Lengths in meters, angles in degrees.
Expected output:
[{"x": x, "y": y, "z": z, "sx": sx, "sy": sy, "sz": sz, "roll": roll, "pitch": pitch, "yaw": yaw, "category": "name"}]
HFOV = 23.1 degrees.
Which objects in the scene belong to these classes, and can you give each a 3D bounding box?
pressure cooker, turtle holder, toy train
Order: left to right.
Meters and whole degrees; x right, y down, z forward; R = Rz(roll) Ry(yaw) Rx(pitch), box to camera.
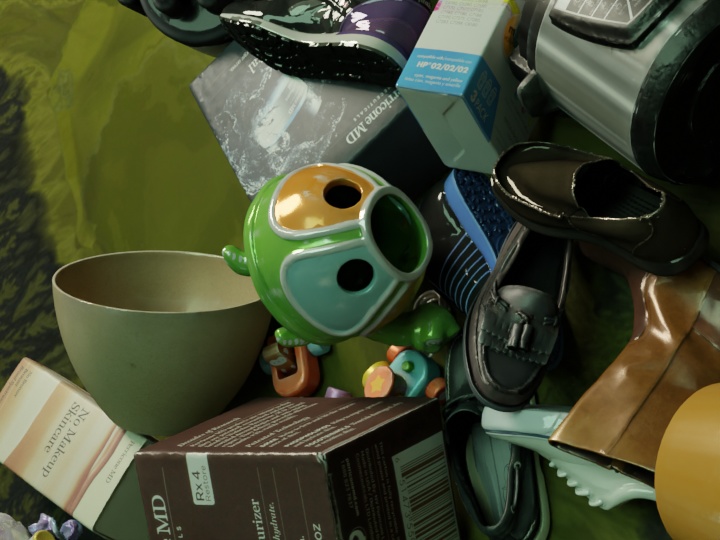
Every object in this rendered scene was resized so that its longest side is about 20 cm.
[{"x": -0.014, "y": 0.087, "z": 1.537, "sx": 0.200, "sy": 0.056, "sz": 0.151, "roll": -19, "pitch": 66, "yaw": 33, "category": "toy train"}, {"x": -0.008, "y": 0.001, "z": 1.429, "sx": 0.132, "sy": 0.141, "sz": 0.186, "roll": -15, "pitch": 99, "yaw": 42, "category": "turtle holder"}, {"x": 0.219, "y": -0.180, "z": 1.363, "sx": 0.200, "sy": 0.176, "sz": 0.179, "roll": 44, "pitch": 133, "yaw": 38, "category": "pressure cooker"}]

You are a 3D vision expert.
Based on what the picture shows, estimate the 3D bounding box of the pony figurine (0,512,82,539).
[{"x": -0.313, "y": 0.306, "z": 1.643, "sx": 0.200, "sy": 0.166, "sz": 0.193, "roll": -40, "pitch": 84, "yaw": 40, "category": "pony figurine"}]

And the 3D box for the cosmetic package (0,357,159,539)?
[{"x": -0.264, "y": 0.175, "z": 1.675, "sx": 0.200, "sy": 0.087, "sz": 0.104, "roll": 25, "pitch": 81, "yaw": 39, "category": "cosmetic package"}]

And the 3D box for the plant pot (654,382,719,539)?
[{"x": 0.308, "y": 0.150, "z": 1.192, "sx": 0.183, "sy": 0.200, "sz": 0.201, "roll": 7, "pitch": 80, "yaw": 52, "category": "plant pot"}]

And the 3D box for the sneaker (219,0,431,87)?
[{"x": -0.025, "y": -0.214, "z": 1.492, "sx": 0.200, "sy": 0.076, "sz": 0.088, "roll": 15, "pitch": 70, "yaw": 34, "category": "sneaker"}]

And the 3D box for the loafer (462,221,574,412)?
[{"x": 0.129, "y": 0.017, "z": 1.376, "sx": 0.063, "sy": 0.072, "sz": 0.200, "roll": 112, "pitch": 178, "yaw": -50, "category": "loafer"}]

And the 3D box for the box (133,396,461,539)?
[{"x": -0.045, "y": 0.201, "z": 1.424, "sx": 0.200, "sy": 0.164, "sz": 0.166, "roll": -5, "pitch": 100, "yaw": 37, "category": "box"}]

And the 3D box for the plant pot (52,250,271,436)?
[{"x": -0.178, "y": 0.072, "z": 1.601, "sx": 0.200, "sy": 0.200, "sz": 0.135, "roll": 16, "pitch": 111, "yaw": 40, "category": "plant pot"}]

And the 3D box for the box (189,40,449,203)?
[{"x": -0.020, "y": -0.147, "z": 1.575, "sx": 0.197, "sy": 0.117, "sz": 0.200, "roll": -43, "pitch": 56, "yaw": 20, "category": "box"}]

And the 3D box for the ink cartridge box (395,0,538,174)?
[{"x": 0.116, "y": -0.193, "z": 1.454, "sx": 0.068, "sy": 0.115, "sz": 0.200, "roll": 11, "pitch": 64, "yaw": 33, "category": "ink cartridge box"}]

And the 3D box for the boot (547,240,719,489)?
[{"x": 0.204, "y": 0.059, "z": 1.332, "sx": 0.188, "sy": 0.069, "sz": 0.200, "roll": 26, "pitch": 69, "yaw": 28, "category": "boot"}]

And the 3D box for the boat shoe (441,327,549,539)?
[{"x": 0.098, "y": 0.131, "z": 1.429, "sx": 0.074, "sy": 0.066, "sz": 0.200, "roll": -22, "pitch": 63, "yaw": 32, "category": "boat shoe"}]

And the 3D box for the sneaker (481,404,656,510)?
[{"x": 0.181, "y": 0.146, "z": 1.341, "sx": 0.200, "sy": 0.073, "sz": 0.071, "roll": 10, "pitch": 93, "yaw": 29, "category": "sneaker"}]

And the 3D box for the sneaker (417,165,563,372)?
[{"x": 0.102, "y": 0.012, "z": 1.469, "sx": 0.078, "sy": 0.070, "sz": 0.200, "roll": -45, "pitch": 54, "yaw": 39, "category": "sneaker"}]

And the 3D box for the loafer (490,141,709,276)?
[{"x": 0.176, "y": -0.063, "z": 1.341, "sx": 0.200, "sy": 0.071, "sz": 0.073, "roll": 23, "pitch": 66, "yaw": 41, "category": "loafer"}]

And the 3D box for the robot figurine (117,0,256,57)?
[{"x": -0.134, "y": -0.262, "z": 1.646, "sx": 0.150, "sy": 0.200, "sz": 0.125, "roll": 37, "pitch": 97, "yaw": 11, "category": "robot figurine"}]
